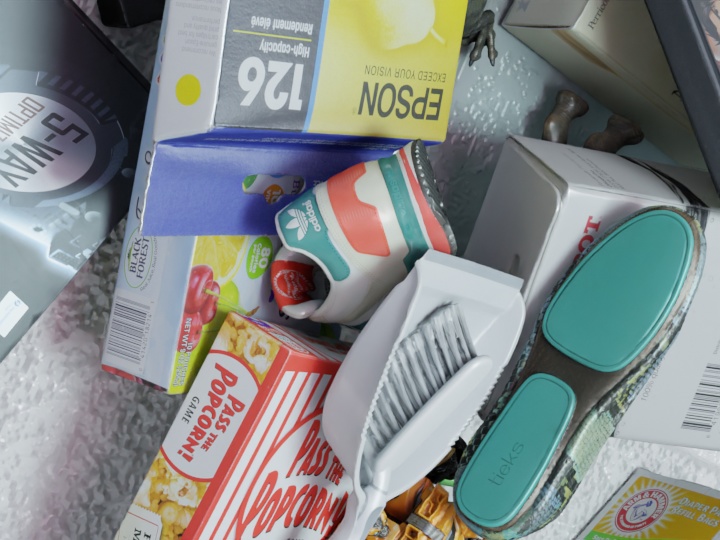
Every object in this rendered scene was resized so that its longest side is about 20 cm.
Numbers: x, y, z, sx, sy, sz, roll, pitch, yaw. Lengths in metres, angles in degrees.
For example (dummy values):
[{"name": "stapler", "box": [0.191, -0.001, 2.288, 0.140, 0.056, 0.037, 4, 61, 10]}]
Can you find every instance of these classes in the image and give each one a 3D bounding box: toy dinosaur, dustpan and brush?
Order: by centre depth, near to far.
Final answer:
[{"name": "dustpan and brush", "box": [0.014, 0.090, 1.071, 0.200, 0.057, 0.140, -50, 156, 12]}, {"name": "toy dinosaur", "box": [0.061, -0.162, 1.178, 0.200, 0.047, 0.088, -55, 158, 7]}]

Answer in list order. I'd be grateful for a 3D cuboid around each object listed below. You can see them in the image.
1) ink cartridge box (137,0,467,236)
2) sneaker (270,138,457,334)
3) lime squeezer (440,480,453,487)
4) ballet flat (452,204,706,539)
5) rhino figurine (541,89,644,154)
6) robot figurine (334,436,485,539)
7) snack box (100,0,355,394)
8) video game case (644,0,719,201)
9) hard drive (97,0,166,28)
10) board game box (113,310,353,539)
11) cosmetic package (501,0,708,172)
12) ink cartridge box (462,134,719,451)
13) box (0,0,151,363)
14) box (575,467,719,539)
[{"name": "ink cartridge box", "box": [-0.019, -0.112, 1.040, 0.198, 0.047, 0.200, -3, 101, -55]}, {"name": "sneaker", "box": [0.000, 0.000, 1.102, 0.093, 0.200, 0.070, -16, 68, -3]}, {"name": "lime squeezer", "box": [0.094, 0.108, 1.266, 0.200, 0.038, 0.071, -18, 107, -28]}, {"name": "ballet flat", "box": [0.119, 0.056, 1.121, 0.074, 0.074, 0.200, 35, 92, -32]}, {"name": "rhino figurine", "box": [0.165, -0.015, 1.278, 0.200, 0.060, 0.087, 43, 72, -32]}, {"name": "robot figurine", "box": [0.037, 0.175, 1.186, 0.145, 0.058, 0.200, -54, 150, -14]}, {"name": "snack box", "box": [-0.055, -0.041, 1.101, 0.142, 0.053, 0.200, -2, 106, -56]}, {"name": "video game case", "box": [0.230, -0.120, 1.191, 0.181, 0.025, 0.200, -3, 70, -48]}, {"name": "hard drive", "box": [-0.061, -0.221, 1.113, 0.200, 0.038, 0.140, -23, 110, -27]}, {"name": "board game box", "box": [-0.058, 0.127, 1.110, 0.151, 0.046, 0.200, 16, 102, -58]}, {"name": "cosmetic package", "box": [0.191, -0.136, 1.266, 0.200, 0.071, 0.105, 32, 80, -32]}, {"name": "ink cartridge box", "box": [0.159, 0.016, 1.201, 0.200, 0.084, 0.145, 9, 111, -26]}, {"name": "box", "box": [-0.202, -0.050, 1.046, 0.200, 0.044, 0.160, -51, 120, -16]}, {"name": "box", "box": [0.167, 0.230, 1.286, 0.200, 0.112, 0.101, -45, 117, -19]}]
